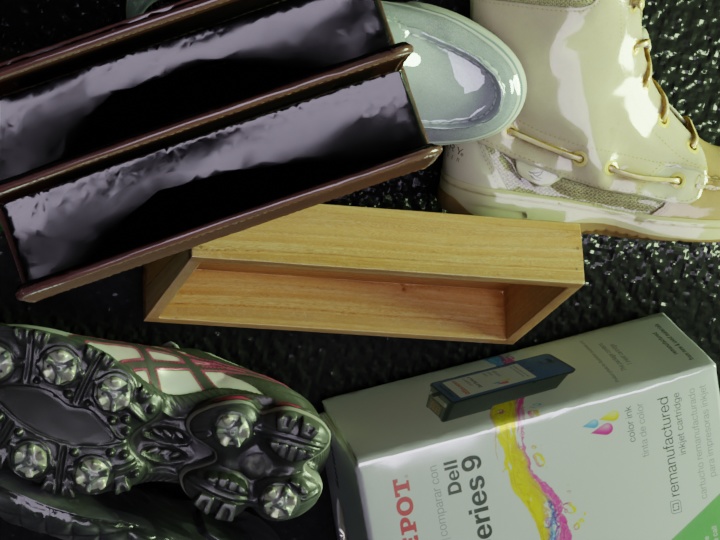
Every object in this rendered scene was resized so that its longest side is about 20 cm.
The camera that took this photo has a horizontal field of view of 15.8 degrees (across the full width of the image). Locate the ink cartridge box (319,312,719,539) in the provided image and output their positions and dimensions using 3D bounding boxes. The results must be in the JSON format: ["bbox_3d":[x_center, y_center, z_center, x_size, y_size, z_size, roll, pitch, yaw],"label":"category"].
[{"bbox_3d":[0.089,0.122,1.362,0.199,0.088,0.146,-13,111,-10],"label":"ink cartridge box"}]

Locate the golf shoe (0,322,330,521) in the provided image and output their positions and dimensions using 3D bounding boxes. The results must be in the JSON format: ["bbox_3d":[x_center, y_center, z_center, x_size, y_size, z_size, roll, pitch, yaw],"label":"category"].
[{"bbox_3d":[-0.113,0.070,1.291,0.199,0.088,0.078,18,107,-11],"label":"golf shoe"}]

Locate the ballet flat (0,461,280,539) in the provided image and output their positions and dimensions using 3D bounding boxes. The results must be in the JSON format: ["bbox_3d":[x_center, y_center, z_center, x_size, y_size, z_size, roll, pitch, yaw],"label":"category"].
[{"bbox_3d":[-0.132,0.130,1.312,0.199,0.067,0.057,23,117,-19],"label":"ballet flat"}]

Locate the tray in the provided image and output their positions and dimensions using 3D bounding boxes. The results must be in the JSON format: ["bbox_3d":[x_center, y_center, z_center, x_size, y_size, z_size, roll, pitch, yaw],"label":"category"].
[{"bbox_3d":[0.000,0.000,1.289,0.199,0.099,0.037,5,70,-17],"label":"tray"}]

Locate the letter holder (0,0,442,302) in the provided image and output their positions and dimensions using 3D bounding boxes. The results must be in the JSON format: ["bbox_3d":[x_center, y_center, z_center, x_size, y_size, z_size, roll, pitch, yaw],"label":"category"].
[{"bbox_3d":[-0.072,-0.064,1.132,0.199,0.142,0.101,-19,91,-3],"label":"letter holder"}]

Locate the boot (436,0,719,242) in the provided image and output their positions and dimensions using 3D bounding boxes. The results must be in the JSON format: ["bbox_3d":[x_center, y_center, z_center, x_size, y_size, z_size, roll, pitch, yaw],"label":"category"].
[{"bbox_3d":[0.143,-0.098,1.311,0.199,0.073,0.156,3,107,-7],"label":"boot"}]

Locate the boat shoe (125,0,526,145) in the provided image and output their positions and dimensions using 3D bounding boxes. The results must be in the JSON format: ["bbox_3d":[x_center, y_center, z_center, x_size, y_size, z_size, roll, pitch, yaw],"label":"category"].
[{"bbox_3d":[-0.017,-0.098,1.243,0.200,0.072,0.070,14,108,-5],"label":"boat shoe"}]

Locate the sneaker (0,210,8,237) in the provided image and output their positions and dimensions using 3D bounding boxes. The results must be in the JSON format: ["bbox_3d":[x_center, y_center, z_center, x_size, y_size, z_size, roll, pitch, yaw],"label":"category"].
[{"bbox_3d":[-0.201,-0.063,1.220,0.199,0.078,0.086,2,105,-18],"label":"sneaker"}]
